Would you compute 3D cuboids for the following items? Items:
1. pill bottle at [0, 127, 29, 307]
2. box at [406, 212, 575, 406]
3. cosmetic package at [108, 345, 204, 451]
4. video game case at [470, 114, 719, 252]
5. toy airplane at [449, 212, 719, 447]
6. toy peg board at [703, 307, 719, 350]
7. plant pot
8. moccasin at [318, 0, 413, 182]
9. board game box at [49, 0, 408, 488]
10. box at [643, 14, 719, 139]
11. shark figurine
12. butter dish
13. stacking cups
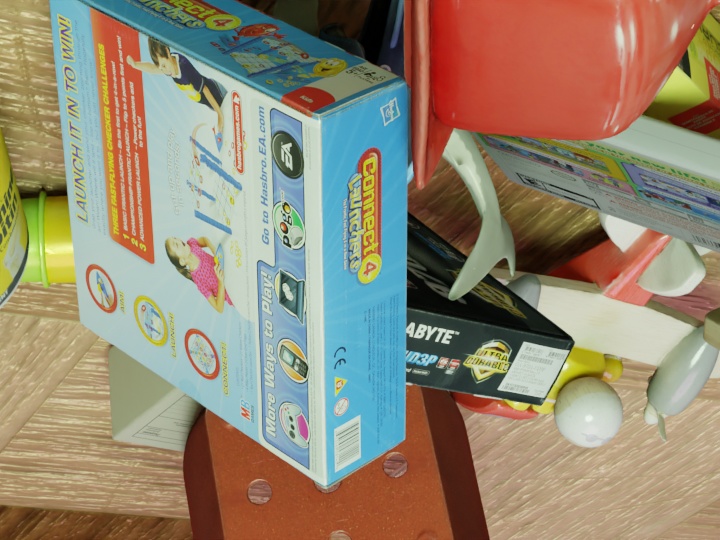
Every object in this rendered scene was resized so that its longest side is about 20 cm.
[{"bbox_3d":[-0.239,-0.052,1.044,0.111,0.113,0.200,-5,154,-3],"label":"pill bottle"},{"bbox_3d":[0.000,0.000,1.115,0.158,0.200,0.046,13,109,-42],"label":"box"},{"bbox_3d":[-0.075,0.050,1.327,0.103,0.074,0.200,13,147,-34],"label":"cosmetic package"},{"bbox_3d":[0.150,-0.054,1.094,0.199,0.022,0.182,21,173,23],"label":"video game case"},{"bbox_3d":[0.150,0.042,1.291,0.199,0.142,0.199,-8,153,3],"label":"toy airplane"},{"bbox_3d":[0.352,0.010,1.230,0.198,0.200,0.098,-20,124,-34],"label":"toy peg board"},{"bbox_3d":[-0.014,0.163,1.276,0.198,0.201,0.177,-11,152,-2],"label":"plant pot"},{"bbox_3d":[0.007,-0.104,0.982,0.068,0.201,0.080,21,-173,-22],"label":"moccasin"},{"bbox_3d":[-0.064,-0.028,0.970,0.056,0.195,0.201,-26,131,-35],"label":"board game box"},{"bbox_3d":[0.172,-0.104,1.086,0.050,0.076,0.200,-21,149,25],"label":"box"},{"bbox_3d":[0.007,-0.083,1.068,0.213,0.129,0.090,25,-167,-2],"label":"shark figurine"},{"bbox_3d":[0.106,-0.140,0.830,0.147,0.201,0.200,17,155,9],"label":"butter dish"},{"bbox_3d":[-0.243,-0.012,1.178,0.199,0.061,0.061,-5,153,-5],"label":"stacking cups"}]
